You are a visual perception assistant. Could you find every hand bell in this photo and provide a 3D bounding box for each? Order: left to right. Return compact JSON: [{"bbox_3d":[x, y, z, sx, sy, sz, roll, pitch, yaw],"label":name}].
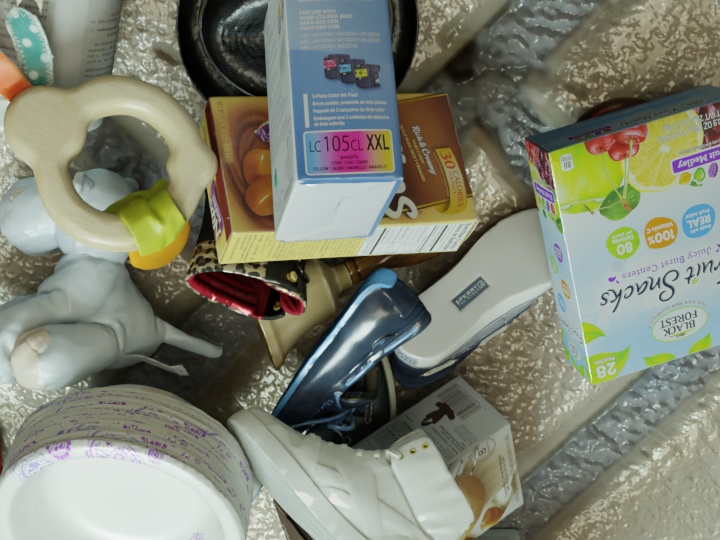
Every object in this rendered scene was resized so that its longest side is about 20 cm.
[{"bbox_3d":[0.000,0.000,1.133,0.197,0.104,0.106,-22,110,-7],"label":"hand bell"}]

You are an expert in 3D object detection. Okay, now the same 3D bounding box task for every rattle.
[{"bbox_3d":[-0.206,-0.096,0.994,0.198,0.143,0.131,31,94,-3],"label":"rattle"}]

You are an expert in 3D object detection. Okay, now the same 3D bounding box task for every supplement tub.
[{"bbox_3d":[-0.244,-0.219,1.010,0.130,0.132,0.203,11,108,-6],"label":"supplement tub"}]

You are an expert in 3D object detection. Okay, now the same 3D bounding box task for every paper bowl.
[{"bbox_3d":[-0.184,0.172,1.060,0.197,0.105,0.203,3,131,3],"label":"paper bowl"}]

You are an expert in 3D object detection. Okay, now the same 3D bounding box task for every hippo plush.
[{"bbox_3d":[-0.233,0.002,1.072,0.197,0.159,0.164,2,99,17],"label":"hippo plush"}]

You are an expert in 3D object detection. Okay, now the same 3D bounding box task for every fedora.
[{"bbox_3d":[-0.049,-0.187,1.048,0.197,0.092,0.204,-1,110,-2],"label":"fedora"}]

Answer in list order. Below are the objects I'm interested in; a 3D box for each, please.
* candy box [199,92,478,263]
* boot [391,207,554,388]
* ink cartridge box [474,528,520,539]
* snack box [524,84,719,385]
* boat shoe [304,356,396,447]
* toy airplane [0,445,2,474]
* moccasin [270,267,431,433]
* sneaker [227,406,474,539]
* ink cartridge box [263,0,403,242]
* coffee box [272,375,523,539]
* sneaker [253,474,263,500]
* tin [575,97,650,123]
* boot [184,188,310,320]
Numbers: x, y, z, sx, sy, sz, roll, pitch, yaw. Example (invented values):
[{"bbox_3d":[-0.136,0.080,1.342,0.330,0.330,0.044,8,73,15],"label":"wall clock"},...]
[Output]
[{"bbox_3d":[-0.018,-0.073,1.024,0.197,0.118,0.057,-3,155,-21],"label":"candy box"},{"bbox_3d":[0.105,0.023,1.150,0.198,0.091,0.073,-32,73,-15],"label":"boot"},{"bbox_3d":[0.081,0.315,1.174,0.143,0.200,0.084,1,110,-2],"label":"ink cartridge box"},{"bbox_3d":[0.237,-0.029,1.083,0.166,0.068,0.203,-17,109,-7],"label":"snack box"},{"bbox_3d":[-0.020,0.149,1.172,0.074,0.066,0.202,27,119,33],"label":"boat shoe"},{"bbox_3d":[-0.346,0.269,1.173,0.199,0.141,0.201,-42,94,-21],"label":"toy airplane"},{"bbox_3d":[-0.014,0.088,1.078,0.068,0.081,0.201,35,130,-3],"label":"moccasin"},{"bbox_3d":[-0.003,0.156,1.048,0.200,0.074,0.116,43,68,9],"label":"sneaker"},{"bbox_3d":[-0.024,-0.136,0.921,0.075,0.137,0.203,-3,76,-11],"label":"ink cartridge box"},{"bbox_3d":[0.036,0.198,1.139,0.198,0.080,0.115,-32,134,-17],"label":"coffee box"},{"bbox_3d":[-0.182,0.218,1.175,0.200,0.076,0.081,-41,106,-20],"label":"sneaker"},{"bbox_3d":[0.245,-0.050,1.141,0.111,0.042,0.202,-25,109,11],"label":"tin"},{"bbox_3d":[-0.041,-0.033,1.069,0.197,0.152,0.073,16,147,-8],"label":"boot"}]
